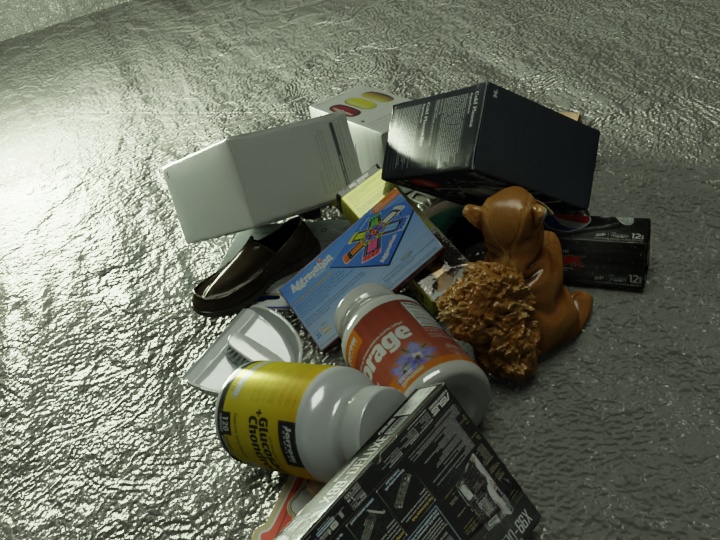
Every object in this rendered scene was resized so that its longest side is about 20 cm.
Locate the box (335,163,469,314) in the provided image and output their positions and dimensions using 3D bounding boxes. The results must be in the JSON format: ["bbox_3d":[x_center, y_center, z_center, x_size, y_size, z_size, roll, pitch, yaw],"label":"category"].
[{"bbox_3d":[0.056,-0.043,0.993,0.075,0.050,0.200,-38,68,-12],"label":"box"}]

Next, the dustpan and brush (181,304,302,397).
[{"bbox_3d":[-0.100,0.116,0.912,0.199,0.057,0.140,27,54,17],"label":"dustpan and brush"}]

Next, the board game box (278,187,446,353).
[{"bbox_3d":[0.000,0.000,0.958,0.200,0.019,0.103,-40,71,8],"label":"board game box"}]

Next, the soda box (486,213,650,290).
[{"bbox_3d":[0.265,-0.029,0.985,0.198,0.071,0.063,5,34,24],"label":"soda box"}]

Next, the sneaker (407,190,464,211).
[{"bbox_3d":[0.093,-0.114,1.106,0.200,0.116,0.076,-31,62,-24],"label":"sneaker"}]

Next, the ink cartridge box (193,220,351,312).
[{"bbox_3d":[-0.111,0.003,1.091,0.198,0.041,0.201,-1,39,19],"label":"ink cartridge box"}]

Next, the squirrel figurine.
[{"bbox_3d":[0.171,0.010,0.861,0.141,0.188,0.200,9,40,28],"label":"squirrel figurine"}]

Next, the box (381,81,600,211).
[{"bbox_3d":[0.161,-0.144,0.963,0.199,0.105,0.182,13,-5,-32],"label":"box"}]

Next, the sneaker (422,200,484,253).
[{"bbox_3d":[0.082,-0.026,1.042,0.199,0.072,0.080,-33,43,-19],"label":"sneaker"}]

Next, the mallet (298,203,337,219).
[{"bbox_3d":[-0.013,-0.095,1.204,0.199,0.066,0.041,16,36,14],"label":"mallet"}]

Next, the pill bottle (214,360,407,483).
[{"bbox_3d":[-0.047,0.150,0.767,0.199,0.113,0.112,-3,33,43],"label":"pill bottle"}]

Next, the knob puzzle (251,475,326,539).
[{"bbox_3d":[-0.016,0.261,0.719,0.218,0.031,0.220,-9,36,6],"label":"knob puzzle"}]

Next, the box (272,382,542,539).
[{"bbox_3d":[0.047,0.219,0.650,0.200,0.158,0.050,-41,8,-33],"label":"box"}]

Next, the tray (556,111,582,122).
[{"bbox_3d":[0.252,-0.212,1.213,0.199,0.099,0.037,9,70,29],"label":"tray"}]

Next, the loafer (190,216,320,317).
[{"bbox_3d":[-0.147,-0.012,1.028,0.199,0.072,0.073,-35,41,-25],"label":"loafer"}]

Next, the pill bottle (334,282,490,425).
[{"bbox_3d":[0.047,0.098,0.849,0.112,0.113,0.200,-24,36,-15],"label":"pill bottle"}]

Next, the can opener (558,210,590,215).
[{"bbox_3d":[0.281,-0.124,1.134,0.063,0.079,0.200,15,27,-31],"label":"can opener"}]

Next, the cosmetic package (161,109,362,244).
[{"bbox_3d":[-0.138,-0.129,1.083,0.199,0.124,0.199,-21,8,-38],"label":"cosmetic package"}]

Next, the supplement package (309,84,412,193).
[{"bbox_3d":[0.024,-0.206,1.203,0.113,0.110,0.200,-28,36,-26],"label":"supplement package"}]
